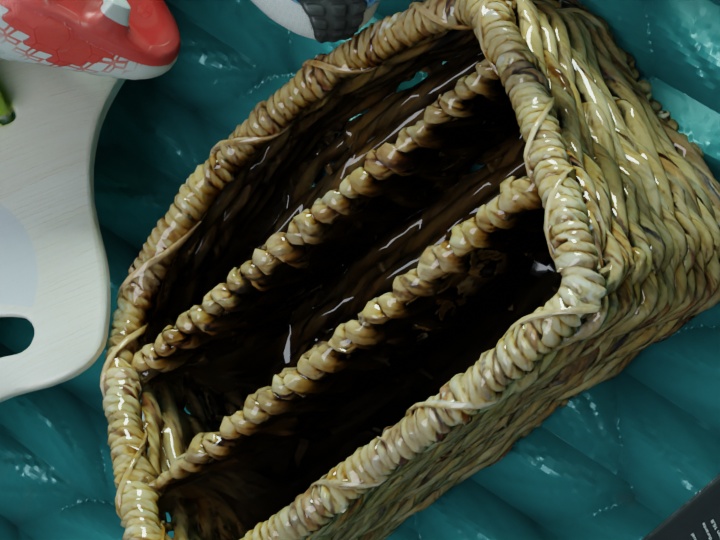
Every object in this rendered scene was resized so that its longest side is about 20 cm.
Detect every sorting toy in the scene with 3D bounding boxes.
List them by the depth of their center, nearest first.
[{"bbox_3d":[-0.161,-0.011,0.851,0.200,0.107,0.180,-39,61,27],"label":"sorting toy"}]

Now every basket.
[{"bbox_3d":[0.000,0.000,0.761,0.200,0.149,0.143,-38,77,28],"label":"basket"}]

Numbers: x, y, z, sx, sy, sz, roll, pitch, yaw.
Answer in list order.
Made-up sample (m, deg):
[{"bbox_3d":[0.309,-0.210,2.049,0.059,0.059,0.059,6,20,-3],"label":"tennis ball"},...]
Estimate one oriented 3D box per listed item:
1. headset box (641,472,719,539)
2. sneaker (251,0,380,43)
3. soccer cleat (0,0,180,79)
[{"bbox_3d":[0.128,0.167,0.694,0.200,0.093,0.174,-49,57,41],"label":"headset box"},{"bbox_3d":[-0.055,-0.131,0.816,0.200,0.075,0.087,55,132,38],"label":"sneaker"},{"bbox_3d":[-0.159,-0.101,0.788,0.199,0.069,0.085,22,123,-12],"label":"soccer cleat"}]
